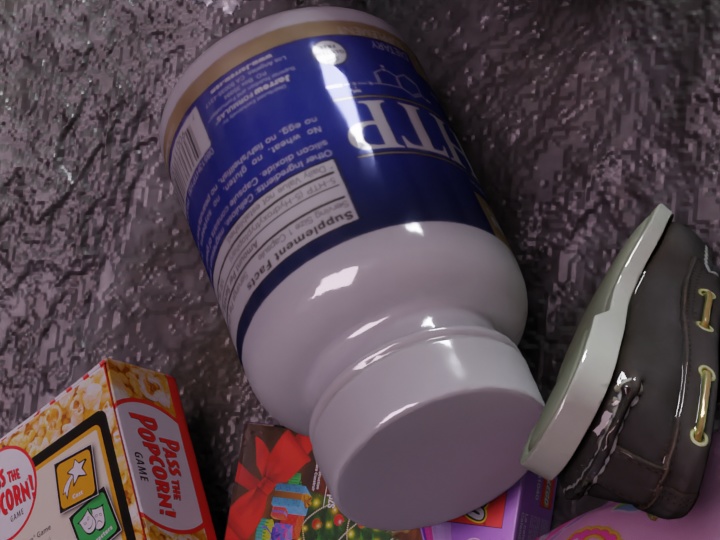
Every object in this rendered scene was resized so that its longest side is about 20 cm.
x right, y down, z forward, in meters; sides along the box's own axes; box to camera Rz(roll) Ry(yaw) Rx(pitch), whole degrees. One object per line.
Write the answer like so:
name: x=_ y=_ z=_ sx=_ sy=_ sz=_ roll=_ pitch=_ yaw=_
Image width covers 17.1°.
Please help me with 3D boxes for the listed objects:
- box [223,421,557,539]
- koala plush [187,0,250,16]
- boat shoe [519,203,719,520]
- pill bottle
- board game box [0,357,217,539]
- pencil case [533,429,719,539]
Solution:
box: x=0.000 y=0.169 z=1.000 sx=0.137 sy=0.039 sz=0.200 roll=4 pitch=79 yaw=28
koala plush: x=0.006 y=-0.186 z=1.005 sx=0.200 sy=0.184 sz=0.177 roll=-17 pitch=36 yaw=17
boat shoe: x=0.111 y=0.035 z=0.909 sx=0.061 sy=0.201 sz=0.072 roll=28 pitch=117 yaw=3
pill bottle: x=0.000 y=0.000 z=0.978 sx=0.120 sy=0.120 sz=0.200 roll=-36 pitch=52 yaw=16
board game box: x=-0.123 y=0.162 z=1.035 sx=0.151 sy=0.046 sz=0.200 roll=-35 pitch=56 yaw=29
pencil case: x=0.124 y=0.113 z=0.906 sx=0.200 sy=0.087 sz=0.087 roll=-30 pitch=65 yaw=5
